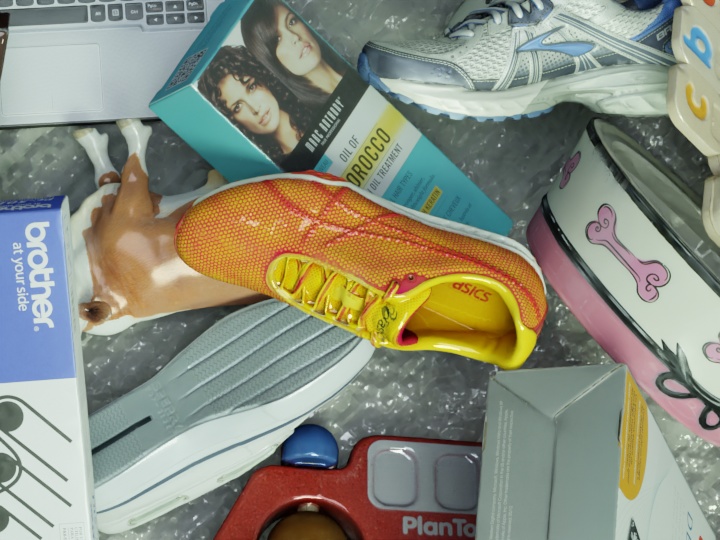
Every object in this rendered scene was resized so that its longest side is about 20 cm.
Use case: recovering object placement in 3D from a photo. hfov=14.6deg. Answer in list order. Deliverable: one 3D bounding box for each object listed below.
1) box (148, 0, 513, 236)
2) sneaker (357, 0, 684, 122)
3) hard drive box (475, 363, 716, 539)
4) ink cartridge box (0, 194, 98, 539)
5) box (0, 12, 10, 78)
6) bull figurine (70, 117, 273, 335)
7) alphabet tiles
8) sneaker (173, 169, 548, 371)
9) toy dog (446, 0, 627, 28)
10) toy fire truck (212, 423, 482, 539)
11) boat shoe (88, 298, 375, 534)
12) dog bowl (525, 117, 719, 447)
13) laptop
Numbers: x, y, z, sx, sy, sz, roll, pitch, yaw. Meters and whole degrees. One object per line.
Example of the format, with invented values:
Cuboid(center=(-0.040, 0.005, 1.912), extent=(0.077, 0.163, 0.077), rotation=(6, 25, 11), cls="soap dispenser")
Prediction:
Cuboid(center=(-0.014, -0.058, 1.527), extent=(0.200, 0.049, 0.082), rotation=(43, 60, -18), cls="box")
Cuboid(center=(0.093, -0.130, 1.525), extent=(0.200, 0.077, 0.085), rotation=(-3, 106, -20), cls="sneaker")
Cuboid(center=(0.125, 0.165, 1.481), extent=(0.077, 0.200, 0.156), rotation=(-5, 58, 19), cls="hard drive box")
Cuboid(center=(-0.193, 0.064, 1.476), extent=(0.094, 0.044, 0.200), rotation=(-4, 101, -1), cls="ink cartridge box")
Cuboid(center=(-0.253, -0.046, 1.511), extent=(0.100, 0.075, 0.200), rotation=(9, 102, -9), cls="box")
Cuboid(center=(-0.102, -0.023, 1.550), extent=(0.200, 0.065, 0.122), rotation=(-4, 86, -18), cls="bull figurine")
Cuboid(center=(0.225, -0.079, 1.551), extent=(0.196, 0.015, 0.200), rotation=(40, 46, -37), cls="alphabet tiles")
Cuboid(center=(0.000, 0.000, 1.462), extent=(0.200, 0.077, 0.073), rotation=(11, 123, 2), cls="sneaker")
Cuboid(center=(0.118, -0.206, 1.573), extent=(0.132, 0.096, 0.200), rotation=(7, 87, -6), cls="toy dog")
Cuboid(center=(0.009, 0.169, 1.550), extent=(0.200, 0.112, 0.168), rotation=(5, 63, -7), cls="toy fire truck")
Cuboid(center=(-0.077, 0.078, 1.548), extent=(0.200, 0.067, 0.074), rotation=(-26, 52, 6), cls="boat shoe")
Cuboid(center=(0.171, 0.013, 1.530), extent=(0.200, 0.200, 0.074), rotation=(45, 103, -3), cls="dog bowl")
Cuboid(center=(-0.164, -0.183, 1.528), extent=(0.187, 0.116, 0.200), rotation=(-3, 88, -7), cls="laptop")
